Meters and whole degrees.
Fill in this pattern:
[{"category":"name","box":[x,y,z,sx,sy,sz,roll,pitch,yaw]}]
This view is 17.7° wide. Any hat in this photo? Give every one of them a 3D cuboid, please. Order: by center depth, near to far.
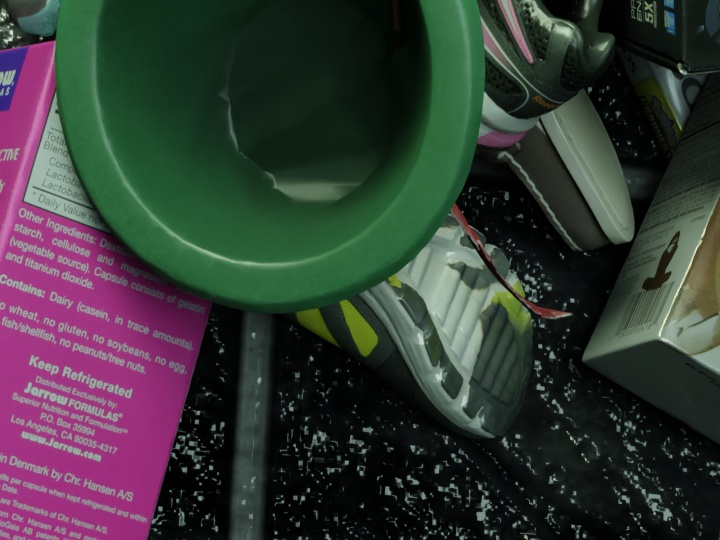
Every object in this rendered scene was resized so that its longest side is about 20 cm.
[{"category":"hat","box":[-0.011,-0.071,0.914,0.165,0.176,0.200,4,100,17]}]

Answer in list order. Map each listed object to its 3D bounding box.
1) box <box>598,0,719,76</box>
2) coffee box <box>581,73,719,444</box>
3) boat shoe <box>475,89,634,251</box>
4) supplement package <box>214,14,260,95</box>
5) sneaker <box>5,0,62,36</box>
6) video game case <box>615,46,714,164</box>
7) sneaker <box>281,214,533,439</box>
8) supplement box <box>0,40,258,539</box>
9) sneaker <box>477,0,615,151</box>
[{"category":"box","box":[0.141,-0.199,0.984,0.086,0.164,0.200,-8,109,-15]},{"category":"coffee box","box":[0.200,-0.022,1.049,0.114,0.080,0.200,31,71,-13]},{"category":"boat shoe","box":[0.057,-0.090,1.051,0.059,0.072,0.200,-28,103,19]},{"category":"supplement package","box":[-0.034,-0.180,0.940,0.109,0.114,0.200,9,109,-12]},{"category":"sneaker","box":[-0.154,-0.198,1.000,0.091,0.078,0.200,0,75,-4]},{"category":"video game case","box":[0.231,-0.096,1.132,0.200,0.025,0.181,-24,88,-22]},{"category":"sneaker","box":[0.000,0.000,1.010,0.200,0.085,0.075,49,54,-27]},{"category":"supplement box","box":[-0.128,0.021,0.920,0.103,0.101,0.200,23,77,-32]},{"category":"sneaker","box":[0.076,-0.154,0.976,0.080,0.086,0.200,8,70,-42]}]
